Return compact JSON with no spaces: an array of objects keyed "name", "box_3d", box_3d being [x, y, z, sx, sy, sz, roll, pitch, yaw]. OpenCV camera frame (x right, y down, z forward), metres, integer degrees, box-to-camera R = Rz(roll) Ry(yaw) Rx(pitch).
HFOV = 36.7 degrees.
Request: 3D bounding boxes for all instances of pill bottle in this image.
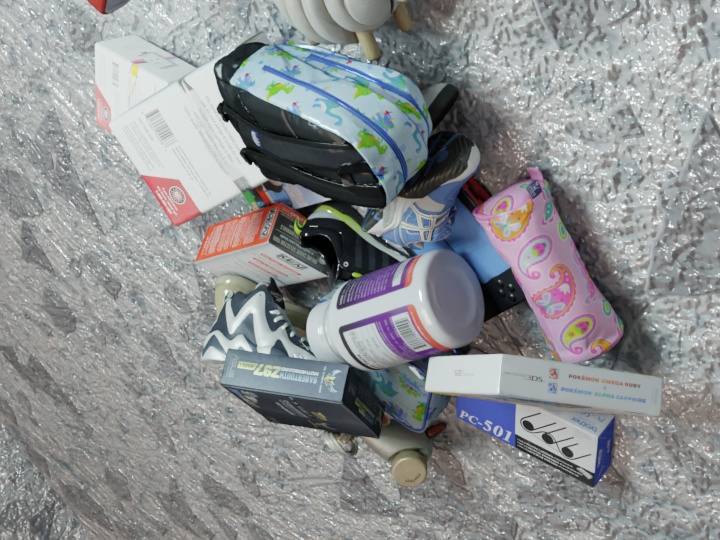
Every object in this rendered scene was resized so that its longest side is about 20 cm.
[{"name":"pill bottle","box_3d":[0.034,0.053,1.247,0.199,0.111,0.112,-20,110,41]}]

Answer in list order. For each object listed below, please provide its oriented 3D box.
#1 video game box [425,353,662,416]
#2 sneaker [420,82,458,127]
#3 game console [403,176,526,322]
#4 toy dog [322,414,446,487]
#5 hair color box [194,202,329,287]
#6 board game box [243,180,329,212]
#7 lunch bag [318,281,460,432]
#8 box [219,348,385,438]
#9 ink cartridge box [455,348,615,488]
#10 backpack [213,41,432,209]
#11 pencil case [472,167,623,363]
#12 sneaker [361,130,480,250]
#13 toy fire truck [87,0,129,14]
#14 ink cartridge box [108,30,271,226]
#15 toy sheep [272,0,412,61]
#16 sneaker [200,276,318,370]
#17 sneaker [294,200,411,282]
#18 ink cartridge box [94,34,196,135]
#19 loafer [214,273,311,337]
[{"name":"video game box","box_3d":[0.187,0.121,1.148,0.181,0.047,0.200,7,173,-17]},{"name":"sneaker","box_3d":[0.019,-0.166,1.159,0.108,0.067,0.201,45,150,-1]},{"name":"game console","box_3d":[0.106,-0.034,1.231,0.200,0.031,0.177,49,147,-1]},{"name":"toy dog","box_3d":[0.038,0.208,1.497,0.200,0.096,0.132,32,-161,-30]},{"name":"hair color box","box_3d":[-0.127,-0.026,1.446,0.101,0.062,0.200,30,157,-30]},{"name":"board game box","box_3d":[-0.103,-0.148,1.347,0.200,0.037,0.152,-11,115,52]},{"name":"lunch bag","box_3d":[0.032,0.109,1.414,0.200,0.082,0.161,35,146,22]},{"name":"box","box_3d":[-0.066,0.156,1.346,0.157,0.051,0.200,6,162,16]},{"name":"ink cartridge box","box_3d":[0.208,0.178,1.322,0.199,0.044,0.094,25,139,31]},{"name":"backpack","box_3d":[-0.027,-0.140,1.066,0.200,0.154,0.164,40,161,45]},{"name":"pencil case","box_3d":[0.195,-0.002,1.114,0.087,0.087,0.201,-8,118,52]},{"name":"sneaker","box_3d":[0.076,-0.081,1.141,0.077,0.076,0.200,30,153,-13]},{"name":"toy fire truck","box_3d":[-0.203,-0.363,1.115,0.112,0.168,0.200,44,147,5]},{"name":"ink cartridge box","box_3d":[-0.162,-0.161,1.243,0.199,0.084,0.145,-23,108,29]},{"name":"toy sheep","box_3d":[-0.018,-0.276,1.034,0.199,0.138,0.138,20,138,41]},{"name":"sneaker","box_3d":[-0.101,0.071,1.408,0.198,0.130,0.079,3,160,22]},{"name":"sneaker","box_3d":[0.000,0.000,1.339,0.200,0.083,0.072,40,147,10]},{"name":"ink cartridge box","box_3d":[-0.256,-0.211,1.385,0.200,0.067,0.117,33,129,35]},{"name":"loafer","box_3d":[-0.125,0.073,1.516,0.199,0.069,0.076,29,160,-26]}]
